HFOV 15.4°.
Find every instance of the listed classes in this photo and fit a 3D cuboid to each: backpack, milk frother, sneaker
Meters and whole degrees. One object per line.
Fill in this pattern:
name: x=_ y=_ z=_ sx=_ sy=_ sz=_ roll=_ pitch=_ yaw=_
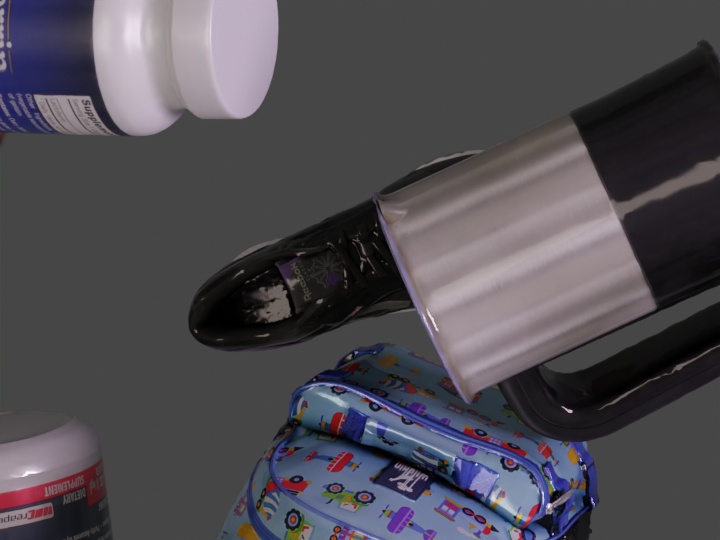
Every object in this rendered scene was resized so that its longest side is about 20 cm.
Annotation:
backpack: x=0.017 y=0.136 z=1.381 sx=0.182 sy=0.200 sz=0.135 roll=24 pitch=107 yaw=16
milk frother: x=0.128 y=0.014 z=1.301 sx=0.188 sy=0.200 sz=0.181 roll=-25 pitch=104 yaw=5
sneaker: x=0.000 y=0.000 z=1.423 sx=0.199 sy=0.088 sz=0.076 roll=-25 pitch=90 yaw=22

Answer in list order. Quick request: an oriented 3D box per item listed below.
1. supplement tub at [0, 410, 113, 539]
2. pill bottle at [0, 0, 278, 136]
supplement tub: x=-0.204 y=0.188 z=1.505 sx=0.140 sy=0.140 sz=0.201 roll=-4 pitch=98 yaw=21
pill bottle: x=-0.153 y=-0.131 z=1.443 sx=0.199 sy=0.116 sz=0.116 roll=2 pitch=100 yaw=19
